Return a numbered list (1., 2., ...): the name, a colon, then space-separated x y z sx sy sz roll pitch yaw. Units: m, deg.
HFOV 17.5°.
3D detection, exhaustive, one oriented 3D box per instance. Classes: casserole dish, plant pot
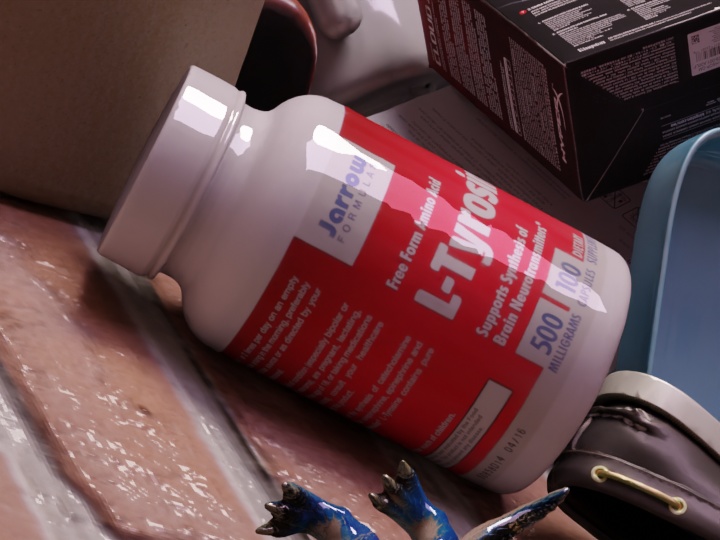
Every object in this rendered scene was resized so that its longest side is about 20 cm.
1. casserole dish: 0.163 0.028 1.059 0.121 0.202 0.039 11 -3 -38
2. plant pot: -0.168 -0.148 1.001 0.176 0.201 0.200 -3 34 -42

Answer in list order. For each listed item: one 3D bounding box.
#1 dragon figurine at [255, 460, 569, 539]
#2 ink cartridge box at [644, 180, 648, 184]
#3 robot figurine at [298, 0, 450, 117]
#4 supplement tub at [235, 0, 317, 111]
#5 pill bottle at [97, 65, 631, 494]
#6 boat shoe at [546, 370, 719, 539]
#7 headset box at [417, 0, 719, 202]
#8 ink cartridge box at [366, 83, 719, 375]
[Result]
1. dragon figurine: 0.025 0.113 0.737 0.099 0.059 0.199 39 18 31
2. ink cartridge box: 0.217 -0.006 1.193 0.125 0.201 0.128 38 18 34
3. robot figurine: -0.021 -0.138 1.250 0.170 0.112 0.201 105 -38 -75
4. supplement tub: -0.116 -0.139 1.190 0.107 0.107 0.200 13 23 -47
5. pill bottle: 0.000 0.000 0.950 0.199 0.113 0.112 27 15 -9
6. boat shoe: 0.163 0.127 0.952 0.201 0.061 0.072 39 -29 0
7. headset box: 0.123 -0.126 1.137 0.148 0.078 0.200 -20 31 -15
8. ink cartridge box: 0.058 -0.004 1.114 0.199 0.043 0.196 -24 53 -32
